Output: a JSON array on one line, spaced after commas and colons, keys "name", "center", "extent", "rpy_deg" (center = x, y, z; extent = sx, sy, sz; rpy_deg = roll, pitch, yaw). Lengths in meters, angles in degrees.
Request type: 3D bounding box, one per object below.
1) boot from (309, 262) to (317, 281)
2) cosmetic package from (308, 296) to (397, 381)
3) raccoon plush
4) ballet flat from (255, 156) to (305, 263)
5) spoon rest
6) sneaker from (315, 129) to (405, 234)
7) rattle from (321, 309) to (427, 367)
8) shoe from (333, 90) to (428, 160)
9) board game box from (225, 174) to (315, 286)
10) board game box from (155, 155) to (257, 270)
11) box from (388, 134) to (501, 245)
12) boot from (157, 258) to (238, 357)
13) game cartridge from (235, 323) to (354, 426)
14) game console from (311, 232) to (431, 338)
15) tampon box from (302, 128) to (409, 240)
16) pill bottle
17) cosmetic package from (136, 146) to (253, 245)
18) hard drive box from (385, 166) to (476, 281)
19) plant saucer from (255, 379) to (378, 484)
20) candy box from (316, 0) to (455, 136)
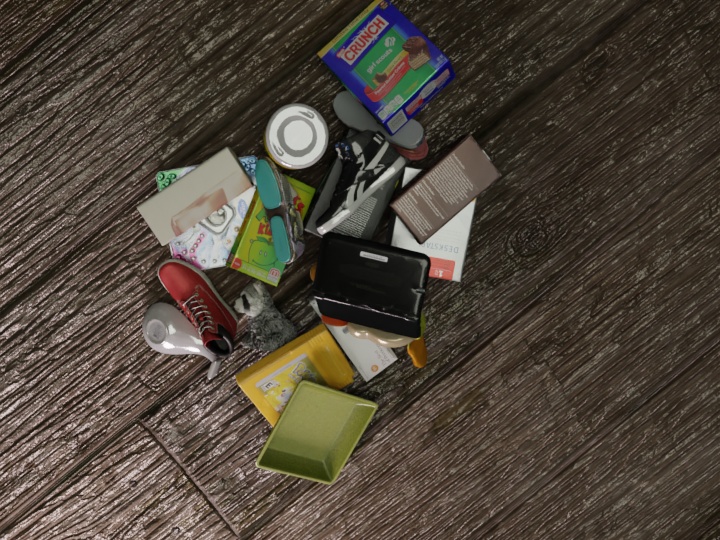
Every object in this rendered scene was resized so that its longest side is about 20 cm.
[{"name": "boot", "center": [0.000, 0.001, 1.606], "extent": [0.198, 0.144, 0.072], "rpy_deg": [10, 76, 2]}, {"name": "cosmetic package", "center": [-0.015, 0.117, 1.715], "extent": [0.082, 0.051, 0.201], "rpy_deg": [-35, 101, 1]}, {"name": "raccoon plush", "center": [-0.157, 0.091, 1.695], "extent": [0.198, 0.096, 0.136], "rpy_deg": [8, 86, -34]}, {"name": "ballet flat", "center": [-0.145, -0.116, 1.596], "extent": [0.071, 0.072, 0.203], "rpy_deg": [-13, 101, -4]}, {"name": "spoon rest", "center": [-0.343, 0.137, 1.655], "extent": [0.199, 0.060, 0.100], "rpy_deg": [32, 109, 20]}, {"name": "sneaker", "center": [-0.027, -0.166, 1.511], "extent": [0.200, 0.073, 0.112], "rpy_deg": [-42, 96, -6]}, {"name": "rattle", "center": [0.029, 0.121, 1.682], "extent": [0.197, 0.143, 0.132], "rpy_deg": [-7, 62, 1]}, {"name": "shoe", "center": [0.040, -0.274, 1.651], "extent": [0.199, 0.091, 0.072], "rpy_deg": [28, 82, 19]}, {"name": "board game box", "center": [-0.172, -0.084, 1.642], "extent": [0.101, 0.048, 0.202], "rpy_deg": [23, 88, -22]}, {"name": "board game box", "center": [-0.280, -0.106, 1.661], "extent": [0.197, 0.026, 0.203], "rpy_deg": [-10, 100, -5]}, {"name": "box", "center": [0.153, -0.153, 1.604], "extent": [0.199, 0.075, 0.100], "rpy_deg": [-40, 100, 2]}, {"name": "boot", "center": [-0.307, 0.072, 1.613], "extent": [0.072, 0.145, 0.200], "rpy_deg": [-39, 108, 10]}, {"name": "game cartridge", "center": [-0.121, 0.210, 1.682], "extent": [0.198, 0.033, 0.177], "rpy_deg": [-30, 135, 0]}, {"name": "game console", "center": [0.022, 0.029, 1.540], "extent": [0.197, 0.116, 0.178], "rpy_deg": [13, 101, 9]}, {"name": "tampon box", "center": [-0.013, -0.148, 1.622], "extent": [0.125, 0.150, 0.202], "rpy_deg": [25, 96, -8]}, {"name": "pill bottle", "center": [-0.123, -0.241, 1.566], "extent": [0.109, 0.200, 0.113], "rpy_deg": [-1, 96, -9]}, {"name": "cosmetic package", "center": [-0.302, -0.139, 1.589], "extent": [0.199, 0.103, 0.088], "rpy_deg": [-33, 100, 1]}, {"name": "hard drive box", "center": [0.137, -0.093, 1.686], "extent": [0.154, 0.077, 0.203], "rpy_deg": [9, 98, -7]}, {"name": "plant saucer", "center": [-0.093, 0.314, 1.706], "extent": [0.198, 0.048, 0.202], "rpy_deg": [23, 101, -35]}, {"name": "candy box", "center": [0.048, -0.381, 1.587], "extent": [0.169, 0.077, 0.200], "rpy_deg": [-43, 69, 2]}]
